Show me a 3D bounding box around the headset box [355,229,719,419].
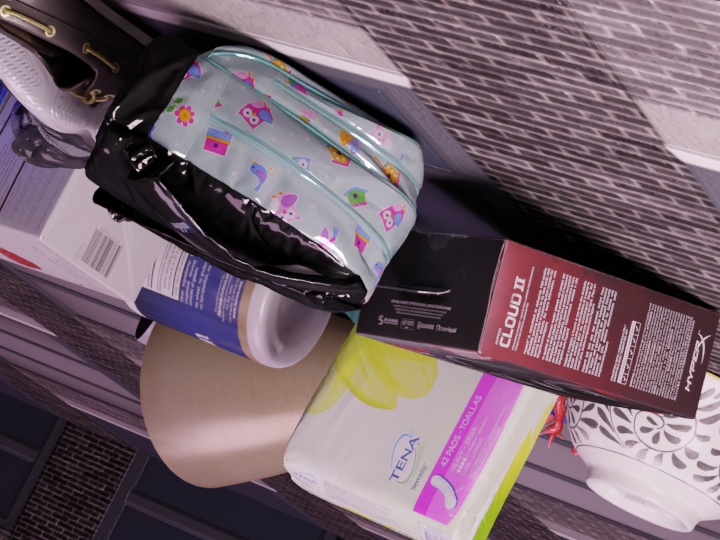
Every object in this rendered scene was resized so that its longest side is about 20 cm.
[{"bbox_3d":[0.105,0.031,1.412,0.199,0.078,0.149,17,174,-32],"label":"headset box"}]

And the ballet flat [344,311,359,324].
[{"bbox_3d":[0.000,0.000,1.657,0.070,0.068,0.200,-3,156,29],"label":"ballet flat"}]

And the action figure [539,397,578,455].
[{"bbox_3d":[0.148,0.098,1.749,0.065,0.052,0.200,50,177,28],"label":"action figure"}]

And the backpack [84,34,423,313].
[{"bbox_3d":[-0.062,-0.059,1.361,0.199,0.127,0.167,29,171,-4],"label":"backpack"}]

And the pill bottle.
[{"bbox_3d":[-0.127,-0.002,1.774,0.199,0.112,0.111,20,167,30],"label":"pill bottle"}]

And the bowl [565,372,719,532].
[{"bbox_3d":[0.227,0.135,1.644,0.200,0.095,0.201,26,168,6],"label":"bowl"}]

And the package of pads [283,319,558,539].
[{"bbox_3d":[0.052,0.089,1.561,0.154,0.201,0.068,21,161,26],"label":"package of pads"}]

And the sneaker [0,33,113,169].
[{"bbox_3d":[-0.217,-0.120,1.513,0.113,0.076,0.200,-3,154,40],"label":"sneaker"}]

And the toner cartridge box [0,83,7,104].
[{"bbox_3d":[-0.287,-0.135,1.599,0.043,0.095,0.200,29,167,-5],"label":"toner cartridge box"}]

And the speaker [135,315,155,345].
[{"bbox_3d":[-0.124,0.080,2.194,0.199,0.082,0.081,31,167,-15],"label":"speaker"}]

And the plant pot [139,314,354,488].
[{"bbox_3d":[-0.066,0.104,2.004,0.199,0.188,0.187,-5,150,40],"label":"plant pot"}]

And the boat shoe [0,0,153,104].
[{"bbox_3d":[-0.182,-0.145,1.413,0.071,0.061,0.201,17,164,39],"label":"boat shoe"}]

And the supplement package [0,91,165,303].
[{"bbox_3d":[-0.254,-0.070,1.736,0.199,0.120,0.121,17,165,41],"label":"supplement package"}]
